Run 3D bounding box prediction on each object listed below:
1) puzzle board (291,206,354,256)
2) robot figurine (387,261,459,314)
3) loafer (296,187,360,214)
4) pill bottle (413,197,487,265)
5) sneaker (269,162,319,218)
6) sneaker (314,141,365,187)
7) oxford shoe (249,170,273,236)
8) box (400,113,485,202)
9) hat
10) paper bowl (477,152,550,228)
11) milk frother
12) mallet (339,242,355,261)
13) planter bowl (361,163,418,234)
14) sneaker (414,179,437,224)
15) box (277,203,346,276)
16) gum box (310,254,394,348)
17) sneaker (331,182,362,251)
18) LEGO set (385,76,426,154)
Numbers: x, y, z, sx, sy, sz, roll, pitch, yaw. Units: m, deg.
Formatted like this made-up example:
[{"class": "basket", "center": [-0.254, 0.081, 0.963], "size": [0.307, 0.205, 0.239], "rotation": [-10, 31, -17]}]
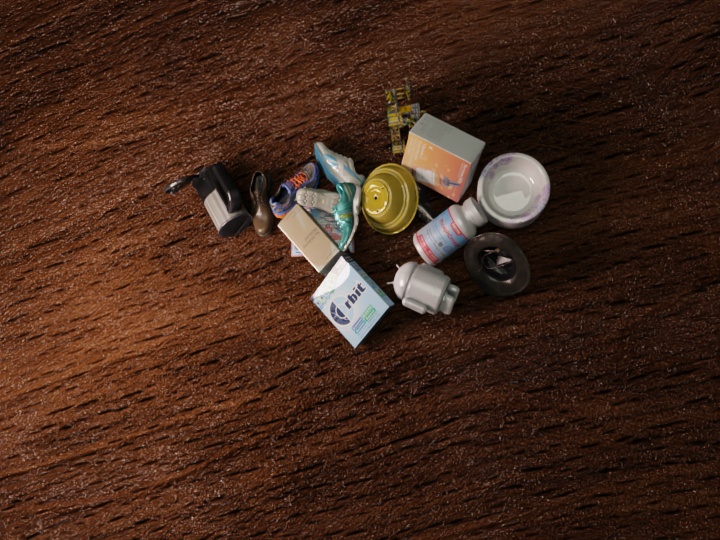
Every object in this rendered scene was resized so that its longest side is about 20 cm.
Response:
[{"class": "puzzle board", "center": [-0.116, -0.123, 1.737], "size": [0.194, 0.017, 0.155], "rotation": [-3, 80, 8]}, {"class": "robot figurine", "center": [0.176, 0.048, 1.608], "size": [0.196, 0.115, 0.171], "rotation": [23, 46, 12]}, {"class": "loafer", "center": [-0.094, -0.206, 1.703], "size": [0.195, 0.070, 0.072], "rotation": [16, 105, -10]}, {"class": "pill bottle", "center": [0.251, -0.111, 1.597], "size": [0.199, 0.108, 0.110], "rotation": [-37, 75, 22]}, {"class": "sneaker", "center": [-0.198, -0.247, 1.735], "size": [0.075, 0.078, 0.201], "rotation": [38, 88, 24]}, {"class": "sneaker", "center": [-0.068, -0.316, 1.740], "size": [0.080, 0.077, 0.201], "rotation": [-36, 77, -15]}, {"class": "oxford shoe", "center": [-0.309, -0.206, 1.749], "size": [0.071, 0.084, 0.206], "rotation": [-8, 80, 6]}, {"class": "box", "center": [0.230, -0.320, 1.630], "size": [0.197, 0.154, 0.107], "rotation": [30, 54, 14]}, {"class": "hat", "center": [0.387, -0.031, 1.597], "size": [0.197, 0.204, 0.081], "rotation": [27, 41, 13]}, {"class": "paper bowl", "center": [0.427, -0.219, 1.619], "size": [0.195, 0.104, 0.206], "rotation": [-2, 80, 9]}, {"class": "milk frother", "center": [-0.455, -0.202, 1.712], "size": [0.197, 0.181, 0.190], "rotation": [-29, 75, -13]}, {"class": "mallet", "center": [0.000, 0.000, 1.680], "size": [0.065, 0.041, 0.204], "rotation": [-22, 79, 5]}, {"class": "planter bowl", "center": [0.062, -0.206, 1.645], "size": [0.196, 0.083, 0.206], "rotation": [3, 96, 35]}, {"class": "sneaker", "center": [0.172, -0.220, 1.679], "size": [0.087, 0.076, 0.200], "rotation": [-43, 76, -6]}, {"class": "box", "center": [-0.140, -0.088, 1.679], "size": [0.095, 0.078, 0.200], "rotation": [-46, 72, 5]}, {"class": "gum box", "center": [-0.025, 0.087, 1.637], "size": [0.200, 0.044, 0.171], "rotation": [45, 115, 14]}, {"class": "sneaker", "center": [-0.047, -0.154, 1.635], "size": [0.078, 0.077, 0.205], "rotation": [9, 74, -14]}, {"class": "LEGO set", "center": [0.138, -0.444, 1.674], "size": [0.113, 0.201, 0.157], "rotation": [-7, 58, 6]}]
